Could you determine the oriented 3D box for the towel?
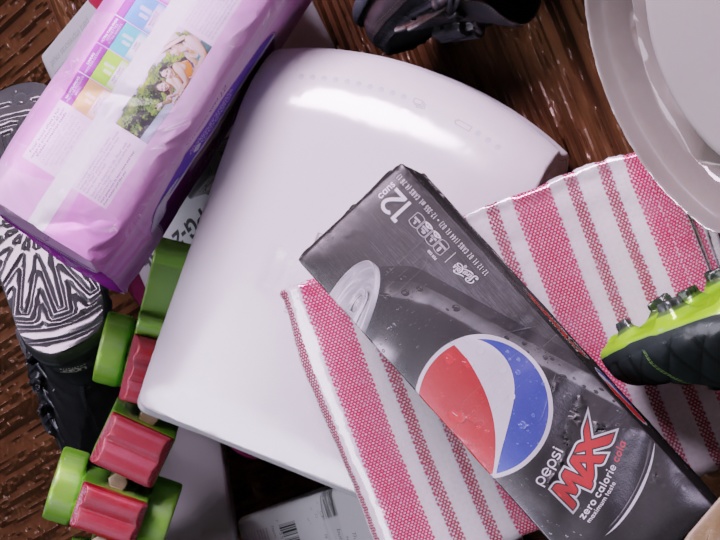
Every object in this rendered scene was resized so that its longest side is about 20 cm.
[{"bbox_3d":[0.078,0.041,1.234,0.200,0.030,0.146,-21,85,13],"label":"towel"}]

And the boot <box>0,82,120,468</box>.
[{"bbox_3d":[-0.165,0.011,1.524,0.200,0.066,0.165,80,180,-67],"label":"boot"}]

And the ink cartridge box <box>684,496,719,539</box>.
[{"bbox_3d":[0.209,0.200,1.130,0.200,0.075,0.165,28,130,17],"label":"ink cartridge box"}]

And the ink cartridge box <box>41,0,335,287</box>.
[{"bbox_3d":[-0.070,-0.065,1.440,0.145,0.083,0.200,-40,71,52],"label":"ink cartridge box"}]

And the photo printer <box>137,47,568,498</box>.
[{"bbox_3d":[0.000,0.000,1.301,0.166,0.069,0.200,21,94,17],"label":"photo printer"}]

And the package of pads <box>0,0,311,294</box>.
[{"bbox_3d":[-0.094,-0.092,1.306,0.076,0.200,0.121,31,175,6],"label":"package of pads"}]

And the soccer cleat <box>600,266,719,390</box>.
[{"bbox_3d":[0.186,0.033,1.133,0.200,0.068,0.081,-16,97,40],"label":"soccer cleat"}]

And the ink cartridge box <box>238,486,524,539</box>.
[{"bbox_3d":[0.028,0.158,1.414,0.200,0.067,0.116,-22,85,55],"label":"ink cartridge box"}]

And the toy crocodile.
[{"bbox_3d":[-0.112,0.082,1.390,0.062,0.067,0.200,-101,30,-82],"label":"toy crocodile"}]

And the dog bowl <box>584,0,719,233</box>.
[{"bbox_3d":[0.180,-0.108,1.107,0.200,0.059,0.200,24,122,45],"label":"dog bowl"}]

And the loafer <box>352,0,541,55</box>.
[{"bbox_3d":[0.066,-0.138,1.245,0.200,0.072,0.063,-36,79,50],"label":"loafer"}]

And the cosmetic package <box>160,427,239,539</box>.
[{"bbox_3d":[-0.090,0.160,1.503,0.200,0.051,0.083,-104,7,-66],"label":"cosmetic package"}]

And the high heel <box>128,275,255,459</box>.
[{"bbox_3d":[-0.097,0.019,1.538,0.096,0.067,0.200,-42,63,59],"label":"high heel"}]

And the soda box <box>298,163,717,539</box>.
[{"bbox_3d":[0.065,0.048,1.185,0.063,0.071,0.200,-43,82,6],"label":"soda box"}]
